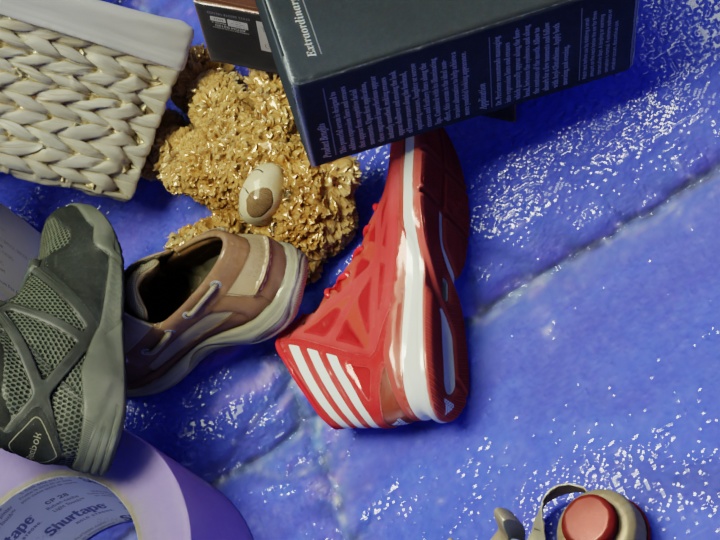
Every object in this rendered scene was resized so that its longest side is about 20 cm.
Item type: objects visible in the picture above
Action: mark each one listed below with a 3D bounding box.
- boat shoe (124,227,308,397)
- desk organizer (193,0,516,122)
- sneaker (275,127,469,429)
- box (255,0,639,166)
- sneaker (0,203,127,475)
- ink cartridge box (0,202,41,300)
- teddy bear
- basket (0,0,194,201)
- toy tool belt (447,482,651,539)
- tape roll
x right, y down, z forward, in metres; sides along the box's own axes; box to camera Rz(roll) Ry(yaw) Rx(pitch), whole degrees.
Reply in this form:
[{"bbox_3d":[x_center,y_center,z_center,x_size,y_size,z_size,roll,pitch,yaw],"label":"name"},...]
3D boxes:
[{"bbox_3d":[-0.119,0.019,1.258,0.200,0.072,0.076,-28,47,39],"label":"boat shoe"},{"bbox_3d":[0.007,-0.160,1.260,0.199,0.072,0.077,12,67,11],"label":"desk organizer"},{"bbox_3d":[0.000,0.000,1.220,0.115,0.078,0.201,-11,59,23],"label":"sneaker"},{"bbox_3d":[0.040,-0.170,1.163,0.199,0.107,0.149,-17,67,-3],"label":"box"},{"bbox_3d":[-0.198,0.028,1.202,0.200,0.114,0.076,-96,24,-42],"label":"sneaker"},{"bbox_3d":[-0.274,0.039,1.326,0.128,0.125,0.200,-25,54,17],"label":"ink cartridge box"},{"bbox_3d":[-0.083,-0.072,1.311,0.145,0.067,0.200,-37,52,11],"label":"teddy bear"},{"bbox_3d":[-0.230,-0.127,1.313,0.135,0.200,0.124,20,97,55],"label":"basket"},{"bbox_3d":[0.078,0.189,1.046,0.125,0.123,0.200,19,76,35],"label":"toy tool belt"},{"bbox_3d":[-0.164,0.196,1.207,0.199,0.085,0.201,-13,59,23],"label":"tape roll"}]
